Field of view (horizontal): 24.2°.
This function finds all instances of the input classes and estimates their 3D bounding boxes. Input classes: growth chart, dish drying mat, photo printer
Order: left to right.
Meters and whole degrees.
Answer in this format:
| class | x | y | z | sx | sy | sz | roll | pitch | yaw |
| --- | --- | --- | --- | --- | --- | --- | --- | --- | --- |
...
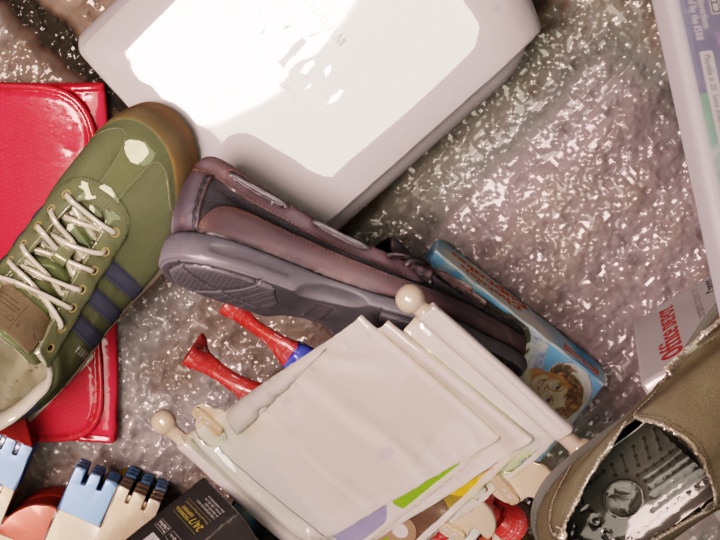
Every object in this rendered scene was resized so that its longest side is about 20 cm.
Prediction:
| class | x | y | z | sx | sy | sz | roll | pitch | yaw |
| --- | --- | --- | --- | --- | --- | --- | --- | --- | --- |
| dish drying mat | -0.173 | -0.003 | 0.926 | 0.076 | 0.018 | 0.202 | 1 | 102 | 7 |
| photo printer | -0.020 | -0.122 | 0.856 | 0.200 | 0.069 | 0.167 | -40 | 95 | 13 |
| growth chart | 0.006 | 0.088 | 0.830 | 0.199 | 0.018 | 0.145 | -30 | 111 | 35 |

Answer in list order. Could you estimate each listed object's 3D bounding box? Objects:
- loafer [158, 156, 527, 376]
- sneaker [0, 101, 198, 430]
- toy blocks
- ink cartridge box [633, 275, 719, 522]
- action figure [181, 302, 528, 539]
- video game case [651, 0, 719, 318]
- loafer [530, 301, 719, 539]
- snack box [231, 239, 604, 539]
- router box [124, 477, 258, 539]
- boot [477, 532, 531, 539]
| class | x | y | z | sx | sy | sz | roll | pitch | yaw |
| --- | --- | --- | --- | --- | --- | --- | --- | --- | --- |
| loafer | 0.000 | 0.000 | 0.829 | 0.199 | 0.072 | 0.064 | 19 | 69 | -21 |
| sneaker | -0.152 | 0.011 | 0.847 | 0.067 | 0.090 | 0.201 | 37 | 120 | 3 |
| toy blocks | -0.153 | 0.166 | 0.930 | 0.199 | 0.100 | 0.138 | 24 | 94 | -3 |
| ink cartridge box | 0.237 | 0.024 | 0.819 | 0.199 | 0.144 | 0.084 | -33 | 94 | 12 |
| action figure | 0.006 | 0.081 | 0.870 | 0.199 | 0.052 | 0.066 | 36 | 109 | -5 |
| video game case | 0.228 | -0.041 | 0.706 | 0.180 | 0.023 | 0.202 | -7 | 75 | -9 |
| loafer | 0.156 | 0.070 | 0.729 | 0.075 | 0.070 | 0.200 | 43 | 103 | 0 |
| snack box | 0.027 | 0.097 | 0.914 | 0.116 | 0.037 | 0.200 | 37 | 103 | -2 |
| router box | -0.088 | 0.236 | 0.887 | 0.157 | 0.052 | 0.201 | -38 | 119 | -13 |
| boot | 0.066 | 0.236 | 0.925 | 0.106 | 0.075 | 0.202 | -6 | 102 | 13 |
